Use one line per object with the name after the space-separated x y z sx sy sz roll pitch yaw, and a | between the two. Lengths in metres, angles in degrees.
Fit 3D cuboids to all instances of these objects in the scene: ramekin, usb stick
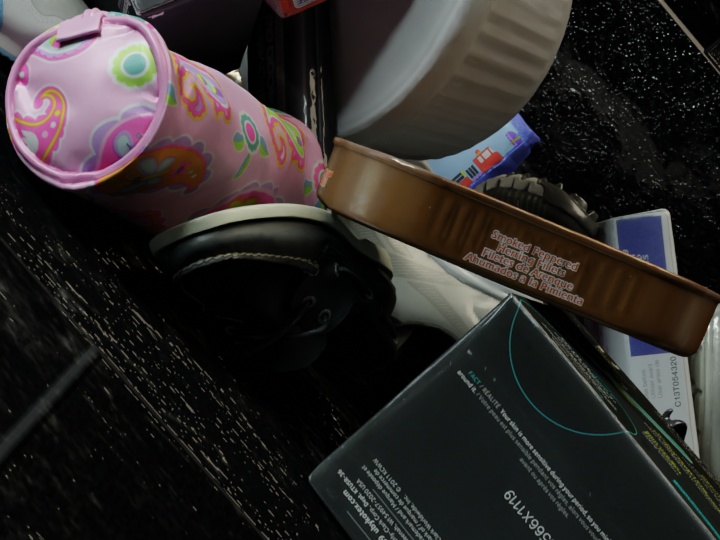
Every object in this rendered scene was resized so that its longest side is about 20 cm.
0.029 -0.153 1.139 0.094 0.202 0.202 17 29 -39 | ramekin
-0.037 -0.094 1.095 0.033 0.055 0.200 17 60 -39 | usb stick

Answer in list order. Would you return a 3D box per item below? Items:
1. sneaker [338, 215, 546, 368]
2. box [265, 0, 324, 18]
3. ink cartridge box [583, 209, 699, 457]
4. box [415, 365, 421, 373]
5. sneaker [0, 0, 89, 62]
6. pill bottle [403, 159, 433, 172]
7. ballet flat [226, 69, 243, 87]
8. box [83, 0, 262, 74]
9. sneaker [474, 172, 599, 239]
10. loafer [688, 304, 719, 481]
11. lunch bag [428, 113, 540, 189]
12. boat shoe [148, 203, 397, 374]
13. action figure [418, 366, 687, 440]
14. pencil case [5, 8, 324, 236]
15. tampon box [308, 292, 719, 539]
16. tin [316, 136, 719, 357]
0.000 0.000 1.120 0.200 0.079 0.074 28 -29 3 | sneaker
-0.036 -0.239 1.009 0.095 0.100 0.200 50 -18 46 | box
0.165 0.068 1.275 0.200 0.043 0.197 140 -57 -86 | ink cartridge box
0.098 0.089 1.382 0.200 0.050 0.199 39 15 -51 | box
-0.182 -0.173 0.984 0.200 0.081 0.077 48 8 -25 | sneaker
-0.028 -0.090 1.287 0.113 0.113 0.200 43 12 -39 | pill bottle
-0.127 -0.150 1.267 0.065 0.071 0.200 7 33 -36 | ballet flat
-0.113 -0.174 1.044 0.200 0.079 0.141 133 -66 -77 | box
0.062 -0.006 1.264 0.066 0.091 0.200 44 -26 -29 | sneaker
0.228 0.116 1.232 0.070 0.070 0.200 -116 -159 -81 | loafer
0.024 -0.099 1.453 0.094 0.151 0.200 37 15 -54 | lunch bag
-0.033 0.017 0.982 0.199 0.074 0.066 27 47 -69 | boat shoe
0.083 0.085 1.183 0.119 0.102 0.200 30 -6 -42 | action figure
-0.084 -0.058 0.964 0.087 0.087 0.200 53 11 21 | pencil case
0.089 0.111 0.992 0.150 0.126 0.200 50 9 12 | tampon box
0.074 -0.010 0.985 0.200 0.042 0.112 22 6 -5 | tin
